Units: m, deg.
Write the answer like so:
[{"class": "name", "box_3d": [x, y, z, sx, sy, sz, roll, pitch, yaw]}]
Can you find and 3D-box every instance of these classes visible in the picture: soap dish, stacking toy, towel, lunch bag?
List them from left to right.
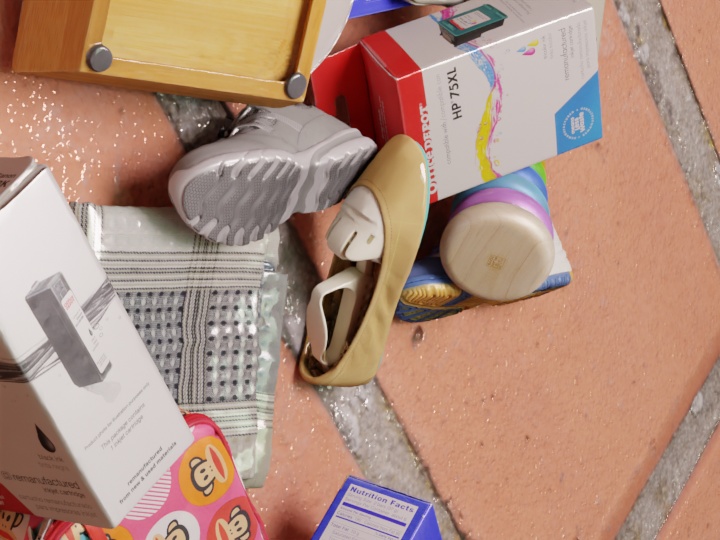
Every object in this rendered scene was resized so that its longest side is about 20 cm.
[{"class": "lunch bag", "box_3d": [-0.145, 0.195, 1.231, 0.176, 0.082, 0.201, -39, 128, -28]}, {"class": "towel", "box_3d": [-0.121, 0.054, 1.299, 0.199, 0.034, 0.194, 3, 89, -50]}, {"class": "soap dish", "box_3d": [-0.107, -0.184, 1.217, 0.199, 0.081, 0.158, 5, 106, -36]}, {"class": "stacking toy", "box_3d": [0.109, -0.069, 1.487, 0.086, 0.085, 0.201, 60, 24, -32]}]

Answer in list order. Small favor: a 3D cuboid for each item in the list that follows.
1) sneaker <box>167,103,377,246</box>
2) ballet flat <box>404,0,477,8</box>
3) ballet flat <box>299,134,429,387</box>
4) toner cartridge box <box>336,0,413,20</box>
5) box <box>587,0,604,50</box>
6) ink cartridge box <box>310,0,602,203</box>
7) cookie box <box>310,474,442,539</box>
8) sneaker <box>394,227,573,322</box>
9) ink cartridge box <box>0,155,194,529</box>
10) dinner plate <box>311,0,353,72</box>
[{"class": "sneaker", "box_3d": [-0.074, -0.072, 1.318, 0.200, 0.082, 0.075, -15, 140, -58]}, {"class": "ballet flat", "box_3d": [0.042, -0.238, 1.394, 0.072, 0.068, 0.200, -46, 129, -13]}, {"class": "ballet flat", "box_3d": [0.000, 0.000, 1.374, 0.063, 0.069, 0.201, -8, 123, -35]}, {"class": "toner cartridge box", "box_3d": [0.026, -0.245, 1.449, 0.199, 0.043, 0.096, -20, 105, -48]}, {"class": "box", "box_3d": [0.153, -0.250, 1.568, 0.082, 0.068, 0.202, 14, 81, -49]}, {"class": "ink cartridge box", "box_3d": [0.071, -0.124, 1.405, 0.199, 0.067, 0.117, -22, 129, -14]}, {"class": "cookie box", "box_3d": [-0.010, 0.275, 1.371, 0.201, 0.075, 0.172, -58, 152, -29]}, {"class": "sneaker", "box_3d": [0.084, -0.014, 1.522, 0.199, 0.075, 0.089, -9, 81, -50]}, {"class": "ink cartridge box", "box_3d": [-0.206, 0.040, 1.114, 0.084, 0.144, 0.201, -47, 125, -37]}, {"class": "dinner plate", "box_3d": [-0.078, -0.214, 1.310, 0.199, 0.024, 0.202, -5, 99, -36]}]
